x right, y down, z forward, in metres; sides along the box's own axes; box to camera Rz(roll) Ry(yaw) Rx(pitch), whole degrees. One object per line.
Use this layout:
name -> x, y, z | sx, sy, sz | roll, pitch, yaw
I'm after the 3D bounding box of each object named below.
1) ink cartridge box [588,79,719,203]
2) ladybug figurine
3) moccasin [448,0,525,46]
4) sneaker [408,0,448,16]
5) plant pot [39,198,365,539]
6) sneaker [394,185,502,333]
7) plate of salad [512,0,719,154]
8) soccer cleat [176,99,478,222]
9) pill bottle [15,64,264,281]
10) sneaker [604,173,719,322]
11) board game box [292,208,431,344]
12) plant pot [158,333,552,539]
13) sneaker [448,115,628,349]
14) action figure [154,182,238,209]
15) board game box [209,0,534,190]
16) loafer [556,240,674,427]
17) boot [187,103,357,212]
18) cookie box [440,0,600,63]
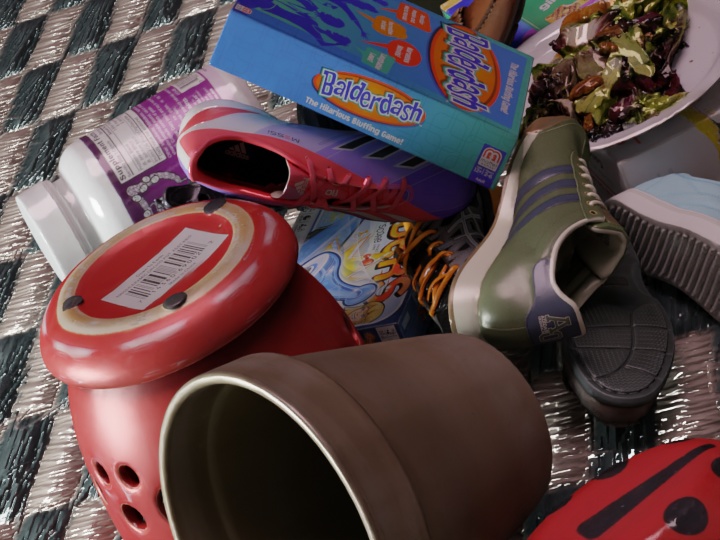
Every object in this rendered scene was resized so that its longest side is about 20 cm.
ink cartridge box -> 0.218, -0.095, 1.612 | 0.199, 0.068, 0.117 | -29, 30, -5
ladybug figurine -> 0.151, 0.155, 1.252 | 0.200, 0.072, 0.136 | -36, 31, -19
moccasin -> 0.056, -0.154, 1.729 | 0.202, 0.078, 0.074 | -52, 10, 29
sneaker -> 0.124, -0.269, 1.909 | 0.200, 0.090, 0.067 | -26, 38, 12
plant pot -> -0.098, 0.066, 1.480 | 0.200, 0.183, 0.201 | -20, 27, 11
sneaker -> 0.061, -0.002, 1.544 | 0.200, 0.077, 0.078 | -99, 33, -62
plate of salad -> 0.169, -0.148, 1.612 | 0.199, 0.048, 0.200 | -19, 32, 13
soccer cleat -> -0.021, -0.061, 1.493 | 0.199, 0.068, 0.073 | 12, 23, -5
pill bottle -> -0.167, -0.072, 1.826 | 0.200, 0.113, 0.112 | -31, 30, -10
sneaker -> 0.238, -0.022, 1.474 | 0.082, 0.074, 0.200 | -29, 34, -15
board game box -> 0.000, 0.000, 1.658 | 0.135, 0.035, 0.200 | -10, 32, 25
plant pot -> 0.011, 0.122, 1.326 | 0.173, 0.201, 0.200 | -24, 23, -36
sneaker -> 0.129, -0.022, 1.442 | 0.089, 0.067, 0.200 | 0, 41, 29
action figure -> -0.129, 0.021, 1.651 | 0.200, 0.102, 0.119 | 122, 164, -59
board game box -> 0.012, -0.137, 1.517 | 0.199, 0.045, 0.152 | 24, 26, -4
loafer -> 0.155, 0.041, 1.464 | 0.071, 0.063, 0.200 | 3, 34, -4
boot -> -0.048, -0.083, 1.639 | 0.199, 0.164, 0.066 | -11, 76, 40
cookie box -> 0.181, -0.192, 1.789 | 0.171, 0.075, 0.200 | -32, 29, -8
